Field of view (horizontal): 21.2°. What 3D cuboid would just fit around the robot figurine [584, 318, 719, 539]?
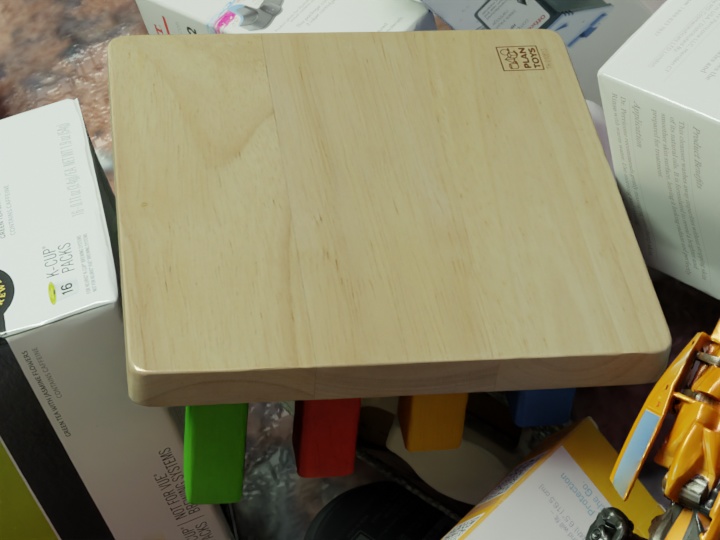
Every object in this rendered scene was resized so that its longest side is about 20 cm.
[{"bbox_3d":[0.135,0.100,0.660,0.144,0.058,0.201,22,81,36],"label":"robot figurine"}]

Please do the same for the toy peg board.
[{"bbox_3d":[0.000,0.000,0.786,0.197,0.098,0.201,-2,43,-9],"label":"toy peg board"}]

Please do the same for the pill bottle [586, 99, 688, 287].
[{"bbox_3d":[0.072,-0.019,0.915,0.198,0.112,0.113,-10,47,7],"label":"pill bottle"}]

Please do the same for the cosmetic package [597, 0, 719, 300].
[{"bbox_3d":[0.195,-0.027,0.731,0.199,0.113,0.081,28,61,33],"label":"cosmetic package"}]

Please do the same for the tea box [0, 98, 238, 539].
[{"bbox_3d":[-0.178,0.062,0.856,0.195,0.201,0.134,-18,47,-1],"label":"tea box"}]

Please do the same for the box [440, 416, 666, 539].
[{"bbox_3d":[0.052,0.162,0.715,0.200,0.041,0.119,-39,91,-27],"label":"box"}]

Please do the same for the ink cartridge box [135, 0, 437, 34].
[{"bbox_3d":[-0.045,-0.109,1.027,0.199,0.116,0.068,27,60,35],"label":"ink cartridge box"}]

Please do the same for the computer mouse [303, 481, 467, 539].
[{"bbox_3d":[0.046,0.179,0.792,0.199,0.046,0.141,26,53,21],"label":"computer mouse"}]

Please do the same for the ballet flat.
[{"bbox_3d":[0.016,0.056,0.820,0.200,0.072,0.072,29,62,22],"label":"ballet flat"}]

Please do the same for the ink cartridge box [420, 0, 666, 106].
[{"bbox_3d":[0.073,-0.181,0.987,0.086,0.200,0.147,-36,42,24],"label":"ink cartridge box"}]
